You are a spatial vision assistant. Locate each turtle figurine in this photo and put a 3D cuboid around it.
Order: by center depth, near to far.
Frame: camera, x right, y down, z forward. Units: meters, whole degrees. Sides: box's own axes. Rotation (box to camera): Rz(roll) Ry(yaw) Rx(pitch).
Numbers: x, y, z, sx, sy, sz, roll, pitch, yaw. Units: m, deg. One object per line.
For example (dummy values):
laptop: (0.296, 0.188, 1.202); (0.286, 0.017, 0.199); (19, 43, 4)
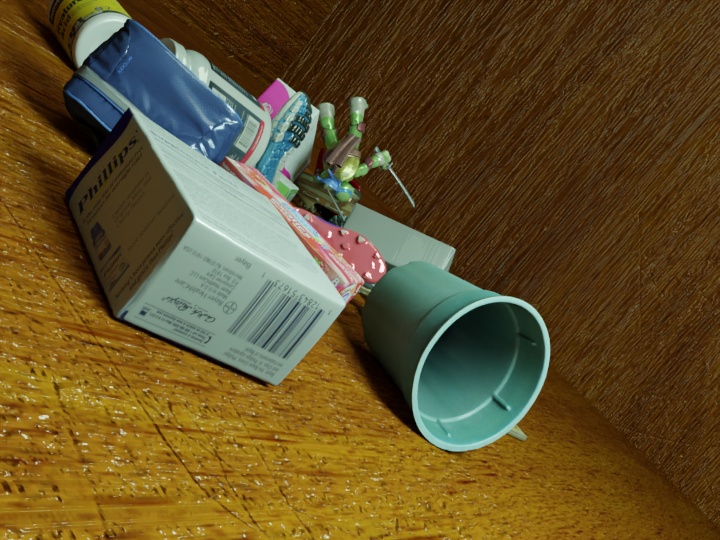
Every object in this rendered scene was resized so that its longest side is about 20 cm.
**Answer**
turtle figurine: (-0.020, -0.204, 1.514); (0.198, 0.143, 0.198); (11, 69, -42)

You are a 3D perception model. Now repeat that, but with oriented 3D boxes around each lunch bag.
lunch bag: (-0.237, -0.165, 0.938); (0.199, 0.133, 0.136); (41, -10, -9)

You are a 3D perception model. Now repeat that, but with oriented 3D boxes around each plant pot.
plant pot: (0.106, 0.090, 1.051); (0.199, 0.202, 0.196); (35, 3, -34)

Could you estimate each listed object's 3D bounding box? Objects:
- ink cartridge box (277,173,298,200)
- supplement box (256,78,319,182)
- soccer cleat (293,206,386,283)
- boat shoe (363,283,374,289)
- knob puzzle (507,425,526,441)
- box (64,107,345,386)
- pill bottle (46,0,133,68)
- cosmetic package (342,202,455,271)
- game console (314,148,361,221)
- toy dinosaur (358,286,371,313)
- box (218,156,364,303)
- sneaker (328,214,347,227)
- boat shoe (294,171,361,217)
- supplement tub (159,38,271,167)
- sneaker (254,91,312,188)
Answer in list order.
ink cartridge box: (-0.203, -0.184, 1.416); (0.199, 0.059, 0.104); (42, 6, -1)
supplement box: (-0.150, -0.238, 1.497); (0.103, 0.102, 0.200); (39, -22, 5)
soccer cleat: (-0.046, -0.041, 1.320); (0.197, 0.068, 0.077); (28, -8, 2)
boat shoe: (0.000, 0.000, 1.408); (0.199, 0.063, 0.071); (38, 11, -14)
knob puzzle: (0.194, 0.197, 1.405); (0.219, 0.031, 0.220); (40, 9, -7)
box: (-0.141, -0.021, 0.728); (0.183, 0.105, 0.200); (33, 13, -44)
pill bottle: (-0.412, -0.373, 1.250); (0.111, 0.112, 0.200); (31, 13, -50)
cosmetic package: (0.060, -0.028, 1.465); (0.198, 0.091, 0.107); (29, -21, 10)
game console: (-0.029, -0.149, 1.831); (0.172, 0.119, 0.200); (33, 13, -44)
toy dinosaur: (0.046, 0.069, 1.287); (0.199, 0.058, 0.101); (41, 7, -7)
box: (-0.101, -0.023, 0.929); (0.200, 0.096, 0.100); (46, 9, 10)
sneaker: (0.021, -0.036, 1.639); (0.200, 0.078, 0.086); (45, 6, 19)
boat shoe: (-0.097, -0.157, 1.678); (0.197, 0.075, 0.076); (18, 5, 17)
supplement tub: (-0.243, -0.237, 1.228); (0.199, 0.141, 0.141); (33, 11, -44)
sneaker: (-0.153, -0.205, 1.312); (0.086, 0.202, 0.075); (34, 5, 25)
